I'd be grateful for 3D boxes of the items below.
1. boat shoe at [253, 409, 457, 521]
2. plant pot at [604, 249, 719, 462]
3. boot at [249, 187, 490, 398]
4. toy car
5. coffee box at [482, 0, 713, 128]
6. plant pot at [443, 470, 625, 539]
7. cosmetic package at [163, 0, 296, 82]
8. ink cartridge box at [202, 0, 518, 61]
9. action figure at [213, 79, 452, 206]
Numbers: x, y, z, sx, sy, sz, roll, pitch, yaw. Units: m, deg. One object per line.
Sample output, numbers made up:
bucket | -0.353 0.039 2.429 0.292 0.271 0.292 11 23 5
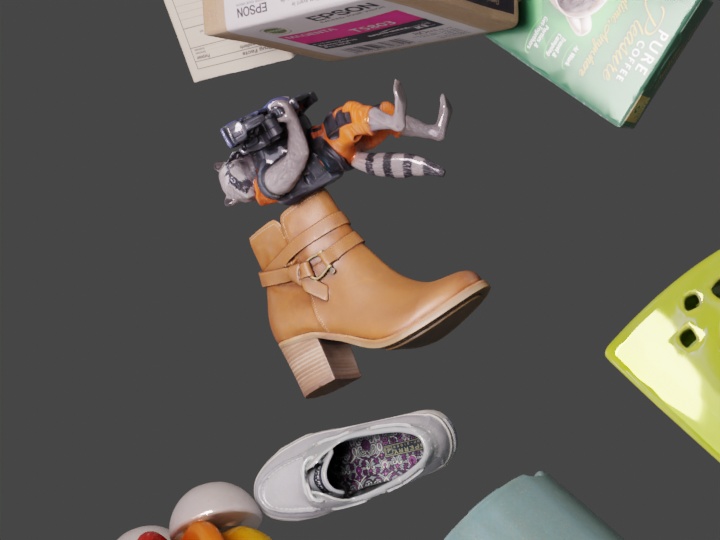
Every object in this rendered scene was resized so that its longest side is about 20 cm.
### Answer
boat shoe | -0.016 0.165 1.412 0.199 0.071 0.071 -21 83 25
plant pot | 0.318 0.059 1.192 0.199 0.200 0.182 42 99 19
boot | 0.000 0.000 1.405 0.199 0.074 0.156 -26 76 20
toy car | -0.164 0.282 1.419 0.199 0.149 0.177 -34 58 29
coffee box | 0.167 -0.215 1.336 0.199 0.044 0.124 36 105 21
plant pot | 0.156 0.273 1.279 0.196 0.199 0.201 46 108 27
cosmetic package | -0.120 -0.273 1.412 0.102 0.073 0.202 -9 113 25
ink cartridge box | -0.001 -0.222 1.309 0.198 0.164 0.076 -5 85 40
action figure | -0.037 -0.096 1.360 0.192 0.200 0.106 -17 96 23
